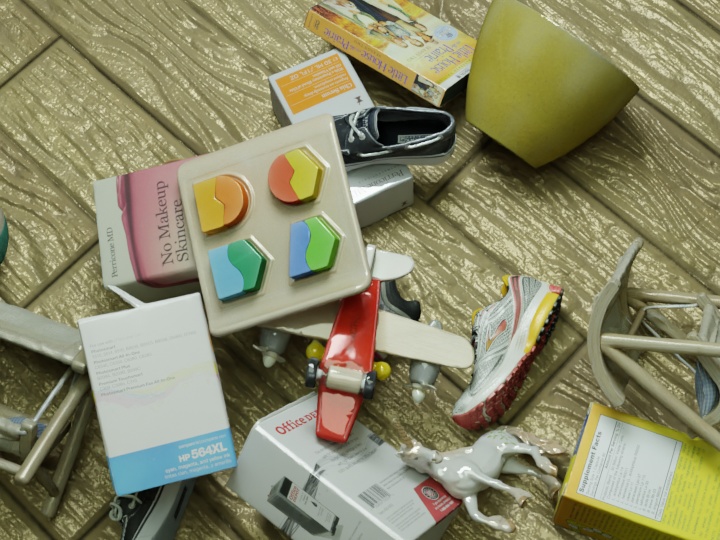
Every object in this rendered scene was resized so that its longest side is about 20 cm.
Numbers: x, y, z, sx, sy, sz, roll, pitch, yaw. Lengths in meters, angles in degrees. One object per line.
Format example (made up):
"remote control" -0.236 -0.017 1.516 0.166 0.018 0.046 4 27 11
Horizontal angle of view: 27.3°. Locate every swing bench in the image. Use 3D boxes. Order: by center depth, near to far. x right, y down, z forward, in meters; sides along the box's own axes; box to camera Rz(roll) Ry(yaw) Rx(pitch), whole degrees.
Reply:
"swing bench" 0.336 0.077 1.544 0.198 0.199 0.131 23 110 13
"swing bench" -0.388 0.126 1.591 0.197 0.130 0.201 18 67 10

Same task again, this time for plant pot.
"plant pot" 0.200 -0.206 1.715 0.199 0.200 0.143 37 97 17

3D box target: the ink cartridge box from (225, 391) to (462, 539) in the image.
"ink cartridge box" -0.016 0.229 1.525 0.199 0.146 0.083 36 113 17

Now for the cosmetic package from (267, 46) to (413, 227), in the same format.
"cosmetic package" -0.024 -0.153 1.747 0.101 0.071 0.201 -24 67 -9

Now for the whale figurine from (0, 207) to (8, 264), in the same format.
"whale figurine" -0.489 -0.043 1.711 0.199 0.104 0.159 25 53 37

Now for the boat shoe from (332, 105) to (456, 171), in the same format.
"boat shoe" 0.009 -0.153 1.668 0.198 0.068 0.072 1 65 2

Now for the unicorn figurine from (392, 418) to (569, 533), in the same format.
"unicorn figurine" 0.125 0.207 1.545 0.137 0.199 0.074 31 110 28

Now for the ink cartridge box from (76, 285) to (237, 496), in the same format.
"ink cartridge box" -0.206 0.108 1.495 0.124 0.129 0.202 -12 91 -7

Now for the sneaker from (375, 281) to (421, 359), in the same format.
"sneaker" 0.000 0.000 1.676 0.087 0.074 0.201 -31 73 -11

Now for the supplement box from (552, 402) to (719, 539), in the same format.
"supplement box" 0.312 0.232 1.536 0.198 0.110 0.110 19 67 10

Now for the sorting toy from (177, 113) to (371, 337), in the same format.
"sorting toy" -0.095 -0.049 1.537 0.183 0.036 0.202 -17 73 15

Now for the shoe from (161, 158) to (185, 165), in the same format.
"shoe" -0.155 -0.064 1.727 0.199 0.053 0.070 33 91 20

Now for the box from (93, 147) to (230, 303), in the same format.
"box" -0.181 -0.049 1.645 0.198 0.109 0.129 -12 76 14

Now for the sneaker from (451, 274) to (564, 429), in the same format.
"sneaker" 0.150 0.089 1.634 0.082 0.078 0.201 24 59 17

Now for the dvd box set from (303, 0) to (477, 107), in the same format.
"dvd box set" 0.050 -0.277 1.786 0.199 0.030 0.146 33 38 16

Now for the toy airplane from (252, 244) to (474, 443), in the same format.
"toy airplane" -0.008 0.070 1.569 0.198 0.142 0.200 -29 65 -20

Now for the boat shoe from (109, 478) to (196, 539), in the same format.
"boat shoe" -0.229 0.252 1.566 0.067 0.074 0.201 15 64 12
